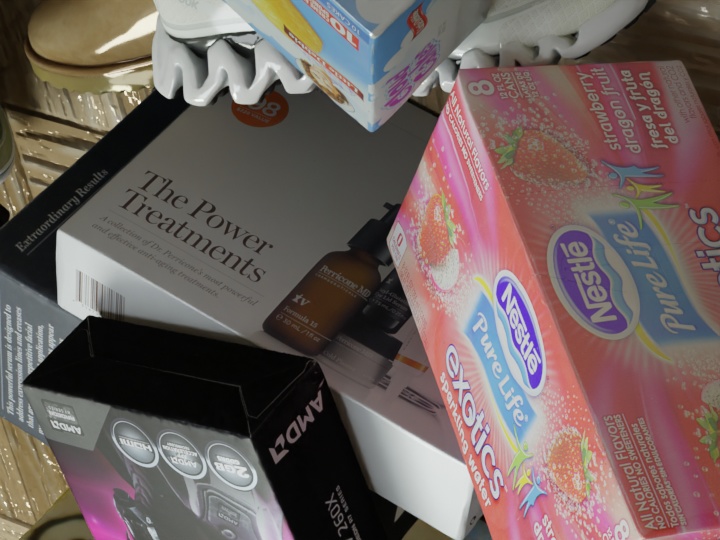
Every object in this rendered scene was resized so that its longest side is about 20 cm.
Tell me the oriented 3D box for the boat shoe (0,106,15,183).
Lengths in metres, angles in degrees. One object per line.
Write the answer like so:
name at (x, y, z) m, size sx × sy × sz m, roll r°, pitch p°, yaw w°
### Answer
boat shoe at (-0.229, -0.122, 1.152) m, size 0.062 × 0.072 × 0.200 m, roll -26°, pitch 106°, yaw 46°

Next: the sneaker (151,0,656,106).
sneaker at (0.010, -0.110, 0.911) m, size 0.200 × 0.075 × 0.081 m, roll -2°, pitch 110°, yaw 17°

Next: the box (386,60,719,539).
box at (0.090, 0.032, 0.853) m, size 0.103 × 0.095 × 0.200 m, roll 113°, pitch 146°, yaw -49°

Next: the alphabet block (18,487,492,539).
alphabet block at (-0.060, 0.209, 1.219) m, size 0.200 × 0.195 × 0.197 m, roll 23°, pitch 137°, yaw 26°

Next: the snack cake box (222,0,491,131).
snack cake box at (-0.046, -0.148, 0.827) m, size 0.200 × 0.067 × 0.115 m, roll 42°, pitch 169°, yaw 8°

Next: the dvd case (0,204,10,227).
dvd case at (-0.265, -0.067, 1.096) m, size 0.200 × 0.018 × 0.143 m, roll 20°, pitch 172°, yaw 9°

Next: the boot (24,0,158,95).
boot at (-0.095, -0.174, 0.984) m, size 0.175 × 0.066 × 0.200 m, roll -3°, pitch 126°, yaw 29°

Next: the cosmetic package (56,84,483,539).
cosmetic package at (0.000, 0.000, 0.990) m, size 0.200 × 0.151 × 0.052 m, roll 29°, pitch 140°, yaw 18°

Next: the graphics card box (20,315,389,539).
graphics card box at (-0.046, 0.115, 0.980) m, size 0.125 × 0.051 × 0.200 m, roll 11°, pitch 133°, yaw 37°

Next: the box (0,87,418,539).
box at (-0.047, 0.029, 1.064) m, size 0.200 × 0.148 × 0.107 m, roll 30°, pitch 141°, yaw 18°

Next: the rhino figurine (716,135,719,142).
rhino figurine at (0.153, 0.031, 0.941) m, size 0.087 × 0.060 × 0.200 m, roll -111°, pitch 2°, yaw -59°

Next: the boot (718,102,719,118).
boot at (0.232, -0.021, 0.769) m, size 0.200 × 0.072 × 0.166 m, roll -20°, pitch 118°, yaw 21°
